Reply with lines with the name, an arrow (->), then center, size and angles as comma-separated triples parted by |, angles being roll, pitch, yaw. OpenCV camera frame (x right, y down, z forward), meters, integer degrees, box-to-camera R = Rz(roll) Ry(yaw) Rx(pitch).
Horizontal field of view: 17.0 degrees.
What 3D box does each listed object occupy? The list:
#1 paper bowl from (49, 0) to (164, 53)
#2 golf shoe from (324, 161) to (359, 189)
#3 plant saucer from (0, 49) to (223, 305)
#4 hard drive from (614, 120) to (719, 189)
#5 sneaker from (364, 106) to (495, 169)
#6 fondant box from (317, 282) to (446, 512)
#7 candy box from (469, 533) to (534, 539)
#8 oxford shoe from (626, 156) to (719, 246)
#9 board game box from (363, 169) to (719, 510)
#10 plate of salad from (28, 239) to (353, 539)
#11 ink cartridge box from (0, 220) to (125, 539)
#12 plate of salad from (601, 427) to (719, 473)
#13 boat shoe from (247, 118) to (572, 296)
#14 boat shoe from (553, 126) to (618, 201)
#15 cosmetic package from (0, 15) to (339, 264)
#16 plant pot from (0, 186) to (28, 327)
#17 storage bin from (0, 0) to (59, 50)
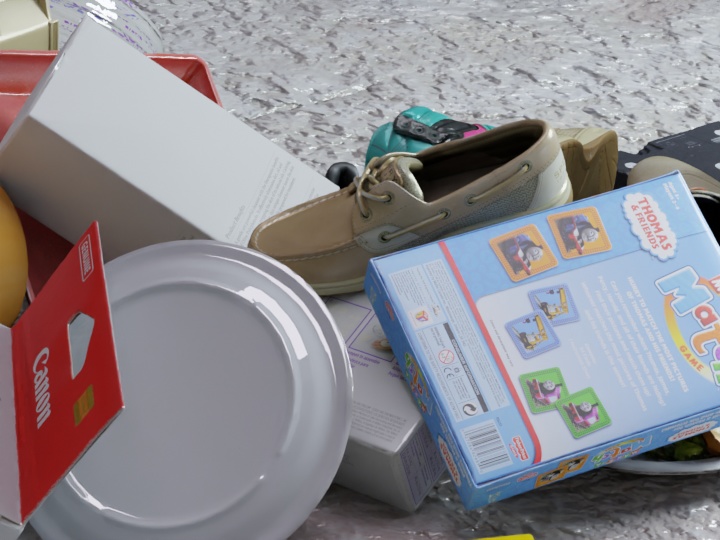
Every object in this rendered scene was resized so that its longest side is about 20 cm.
paper bowl -> -0.253, -0.148, 1.795 | 0.200, 0.104, 0.201 | 13, -17, 4
golf shoe -> 0.000, 0.000, 1.562 | 0.073, 0.092, 0.200 | -2, 26, -18
plant saucer -> -0.162, -0.052, 1.593 | 0.199, 0.037, 0.200 | -3, 61, -38
hard drive -> 0.285, -0.051, 1.753 | 0.140, 0.038, 0.200 | -18, 30, -36
sneaker -> 0.059, -0.062, 1.708 | 0.121, 0.084, 0.200 | 11, 18, 9
fondant box -> 0.021, 0.035, 1.436 | 0.144, 0.058, 0.200 | 18, 55, 32
candy box -> 0.062, 0.196, 1.212 | 0.102, 0.026, 0.200 | -7, 25, -9
oxford shoe -> 0.215, -0.032, 1.513 | 0.071, 0.074, 0.200 | -33, 34, -3
board game box -> 0.122, 0.036, 1.366 | 0.200, 0.037, 0.151 | -16, 64, -17
plate of salad -> -0.099, 0.079, 1.326 | 0.200, 0.048, 0.200 | -5, 68, 11
ink cartridge box -> -0.198, 0.076, 1.280 | 0.045, 0.176, 0.200 | 29, 20, -24
plate of salad -> 0.172, 0.065, 1.461 | 0.200, 0.048, 0.200 | 0, 25, 0
boat shoe -> 0.023, -0.041, 1.423 | 0.200, 0.065, 0.072 | -15, 43, 4
boat shoe -> 0.113, -0.058, 1.563 | 0.064, 0.071, 0.200 | 11, 10, 19
cosmetic package -> -0.126, -0.055, 1.534 | 0.200, 0.085, 0.108 | 34, 46, -9
plant pot -> -0.307, 0.001, 1.449 | 0.200, 0.200, 0.183 | 19, 16, 35
storage bin -> -0.305, -0.089, 1.620 | 0.094, 0.199, 0.200 | 22, 31, 32
